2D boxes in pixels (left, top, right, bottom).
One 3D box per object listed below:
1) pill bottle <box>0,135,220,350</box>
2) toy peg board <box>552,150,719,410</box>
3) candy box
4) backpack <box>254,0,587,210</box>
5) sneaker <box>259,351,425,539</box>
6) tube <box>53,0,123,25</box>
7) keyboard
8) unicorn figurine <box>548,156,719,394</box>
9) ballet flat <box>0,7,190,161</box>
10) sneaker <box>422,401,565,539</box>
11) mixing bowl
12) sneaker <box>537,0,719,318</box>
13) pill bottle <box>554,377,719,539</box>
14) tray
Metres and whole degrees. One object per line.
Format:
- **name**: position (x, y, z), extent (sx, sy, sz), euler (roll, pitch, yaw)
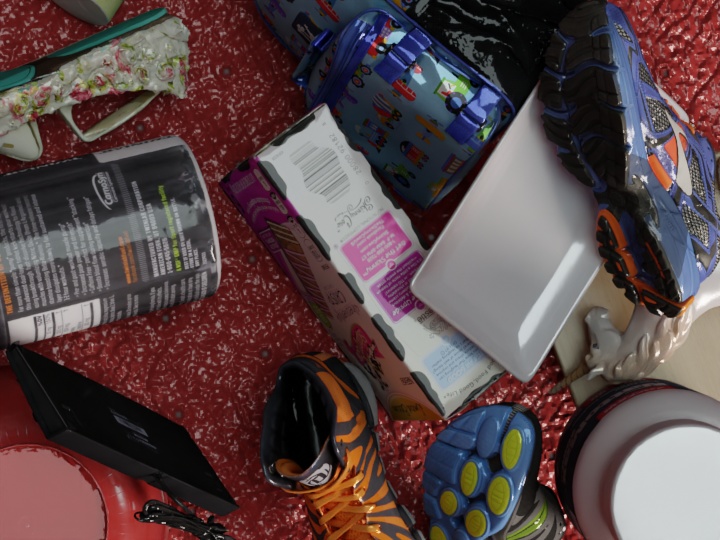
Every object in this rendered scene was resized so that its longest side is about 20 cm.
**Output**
- **pill bottle**: position (-0.194, -0.012, 1.268), extent (0.199, 0.106, 0.107), euler (-14, 88, -15)
- **toy peg board**: position (0.226, 0.033, 1.395), extent (0.198, 0.098, 0.201), euler (-21, 90, 0)
- **candy box**: position (0.000, 0.000, 1.303), extent (0.061, 0.136, 0.200), euler (-38, 94, -13)
- **backpack**: position (0.016, -0.158, 1.298), extent (0.200, 0.183, 0.135), euler (39, 68, -5)
- **sneaker**: position (-0.017, 0.148, 1.283), extent (0.077, 0.112, 0.201), euler (-23, 78, 14)
- **tube**: position (-0.136, -0.253, 1.340), extent (0.058, 0.052, 0.201), euler (46, 66, -49)
- **keyboard**: position (-0.130, 0.115, 1.220), extent (0.021, 0.200, 0.127), euler (-43, 58, 8)
- **unicorn figurine**: position (0.210, -0.004, 1.309), extent (0.199, 0.074, 0.138), euler (-8, 86, 2)
- **ballet flat**: position (-0.195, -0.106, 1.298), extent (0.199, 0.076, 0.064), euler (-21, 106, -12)
- **sneaker**: position (0.087, 0.146, 1.303), extent (0.083, 0.200, 0.071), euler (-34, 56, -27)
- **mixing bowl**: position (-0.207, 0.154, 1.249), extent (0.199, 0.108, 0.201), euler (1, 85, -14)
- **sneaker**: position (0.167, -0.073, 1.230), extent (0.078, 0.075, 0.201), euler (-37, 120, -29)
- **pill bottle**: position (0.184, 0.129, 1.246), extent (0.119, 0.200, 0.120), euler (0, 90, 0)
- **tray**: position (0.113, -0.043, 1.248), extent (0.107, 0.022, 0.200), euler (38, 78, -26)
